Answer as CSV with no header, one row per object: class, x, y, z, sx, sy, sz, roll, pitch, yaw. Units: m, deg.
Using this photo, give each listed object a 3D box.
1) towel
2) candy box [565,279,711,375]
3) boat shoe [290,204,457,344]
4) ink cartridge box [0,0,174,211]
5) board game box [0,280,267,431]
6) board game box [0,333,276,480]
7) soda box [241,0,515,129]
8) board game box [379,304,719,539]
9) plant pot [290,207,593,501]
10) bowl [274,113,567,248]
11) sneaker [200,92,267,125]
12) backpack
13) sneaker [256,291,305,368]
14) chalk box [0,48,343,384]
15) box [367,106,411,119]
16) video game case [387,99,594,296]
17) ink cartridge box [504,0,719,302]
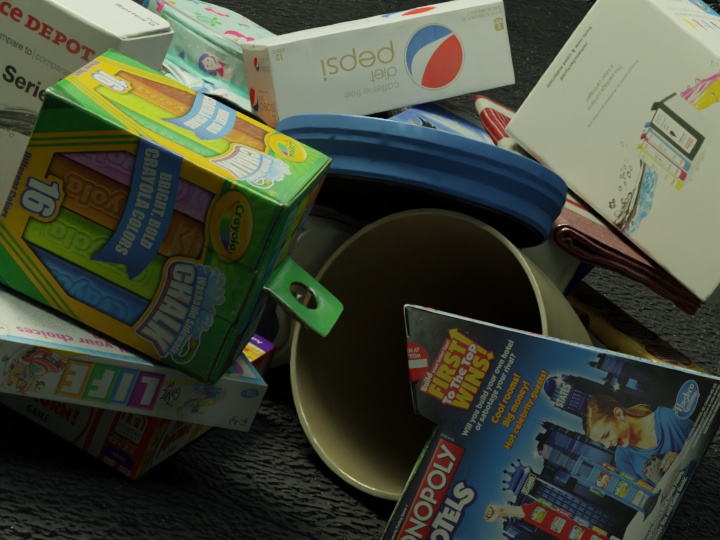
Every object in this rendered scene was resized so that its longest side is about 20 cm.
towel,0.162,-0.049,1.701,0.144,0.023,0.200,26,21,-28
candy box,0.160,0.082,1.700,0.056,0.117,0.200,5,25,-48
boat shoe,0.000,0.000,1.616,0.199,0.072,0.066,19,20,-45
ink cartridge box,-0.233,-0.104,1.576,0.145,0.201,0.084,28,19,15
board game box,-0.169,0.033,1.386,0.199,0.034,0.135,12,22,-32
board game box,-0.158,0.053,1.478,0.151,0.047,0.200,28,18,11
soda box,0.014,-0.158,1.791,0.199,0.069,0.064,-13,12,-20
board game box,0.094,0.112,1.410,0.199,0.201,0.062,27,1,10
plant pot,0.084,0.070,1.573,0.187,0.188,0.200,35,8,31
bowl,0.036,-0.056,1.551,0.199,0.040,0.201,12,-9,2
sneaker,-0.141,-0.097,1.766,0.199,0.078,0.112,4,-21,5
backpack,-0.115,-0.131,1.920,0.177,0.151,0.200,11,27,-51
sneaker,-0.087,0.010,1.672,0.146,0.081,0.200,31,10,-16
chalk box,-0.099,-0.024,1.378,0.199,0.125,0.125,25,19,3
box,0.028,-0.089,1.904,0.201,0.043,0.160,66,10,8
video game case,0.099,-0.058,1.745,0.181,0.046,0.200,30,17,9
ink cartridge box,0.240,-0.094,1.680,0.200,0.145,0.147,42,19,19
